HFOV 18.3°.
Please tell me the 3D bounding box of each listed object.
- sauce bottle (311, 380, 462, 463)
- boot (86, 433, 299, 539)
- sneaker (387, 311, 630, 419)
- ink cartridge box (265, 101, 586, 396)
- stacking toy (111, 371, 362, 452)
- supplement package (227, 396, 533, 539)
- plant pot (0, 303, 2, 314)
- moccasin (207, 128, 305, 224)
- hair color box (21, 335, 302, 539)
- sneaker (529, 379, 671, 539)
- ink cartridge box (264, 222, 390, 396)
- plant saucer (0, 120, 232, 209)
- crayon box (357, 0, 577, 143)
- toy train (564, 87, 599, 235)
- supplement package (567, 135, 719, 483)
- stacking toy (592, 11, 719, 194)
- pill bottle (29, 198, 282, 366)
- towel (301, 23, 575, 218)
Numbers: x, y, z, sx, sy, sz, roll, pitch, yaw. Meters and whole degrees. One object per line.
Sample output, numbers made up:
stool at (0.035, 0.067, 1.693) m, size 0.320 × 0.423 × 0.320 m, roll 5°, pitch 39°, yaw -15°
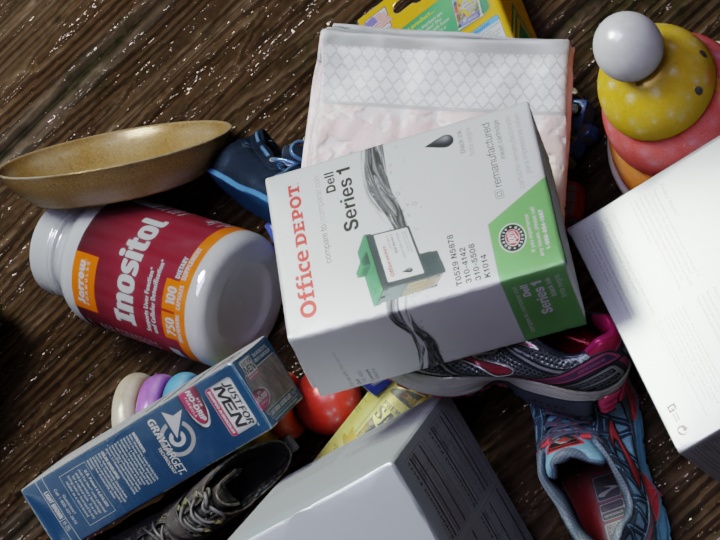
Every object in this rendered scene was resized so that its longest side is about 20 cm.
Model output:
sauce bottle at (0.036, 0.103, 1.703) m, size 0.066 × 0.066 × 0.200 m, roll 39°, pitch 94°, yaw 33°
boot at (-0.150, 0.199, 1.680) m, size 0.069 × 0.200 × 0.174 m, roll 51°, pitch 139°, yaw -1°
sneaker at (0.094, 0.044, 1.589) m, size 0.199 × 0.075 × 0.081 m, roll 7°, pitch 53°, yaw 9°
ink cartridge box at (0.042, -0.014, 1.553) m, size 0.199 × 0.084 × 0.147 m, roll -16°, pitch 55°, yaw 8°
stacking toy at (-0.093, 0.114, 1.769) m, size 0.199 × 0.085 × 0.086 m, roll -8°, pitch 69°, yaw 19°
supplement package at (0.017, 0.204, 1.571) m, size 0.151 × 0.200 × 0.151 m, roll -30°, pitch 93°, yaw 16°
plant pot at (-0.403, 0.121, 1.884) m, size 0.186 × 0.187 × 0.201 m, roll 4°, pitch 89°, yaw 29°
moccasin at (-0.056, -0.072, 1.750) m, size 0.068 × 0.080 × 0.200 m, roll -48°, pitch 39°, yaw -7°
hair color box at (-0.149, 0.132, 1.696) m, size 0.200 × 0.100 × 0.061 m, roll -32°, pitch 93°, yaw 16°
sneaker at (0.165, 0.127, 1.606) m, size 0.079 × 0.095 × 0.201 m, roll -29°, pitch 61°, yaw 16°
ink cartridge box at (0.000, 0.000, 1.736) m, size 0.094 × 0.044 × 0.200 m, roll -42°, pitch 39°, yaw 10°
plant saucer at (-0.201, -0.085, 1.845) m, size 0.199 × 0.200 × 0.036 m, roll -5°, pitch 104°, yaw 27°
crayon box at (0.081, -0.151, 1.756) m, size 0.126 × 0.052 × 0.201 m, roll -36°, pitch 51°, yaw 24°
toy train at (0.151, -0.050, 1.714) m, size 0.046 × 0.034 × 0.201 m, roll 4°, pitch 74°, yaw 27°
supplement package at (0.288, 0.017, 1.549) m, size 0.200 × 0.147 × 0.192 m, roll -32°, pitch 60°, yaw 15°
stacking toy at (0.217, -0.128, 1.607) m, size 0.146 × 0.200 × 0.147 m, roll -9°, pitch 69°, yaw 25°
pill bottle at (-0.170, 0.002, 1.820) m, size 0.199 × 0.113 × 0.113 m, roll 16°, pitch 81°, yaw 34°
towel at (0.056, -0.083, 1.647) m, size 0.199 × 0.032 × 0.192 m, roll 4°, pitch 84°, yaw 8°
